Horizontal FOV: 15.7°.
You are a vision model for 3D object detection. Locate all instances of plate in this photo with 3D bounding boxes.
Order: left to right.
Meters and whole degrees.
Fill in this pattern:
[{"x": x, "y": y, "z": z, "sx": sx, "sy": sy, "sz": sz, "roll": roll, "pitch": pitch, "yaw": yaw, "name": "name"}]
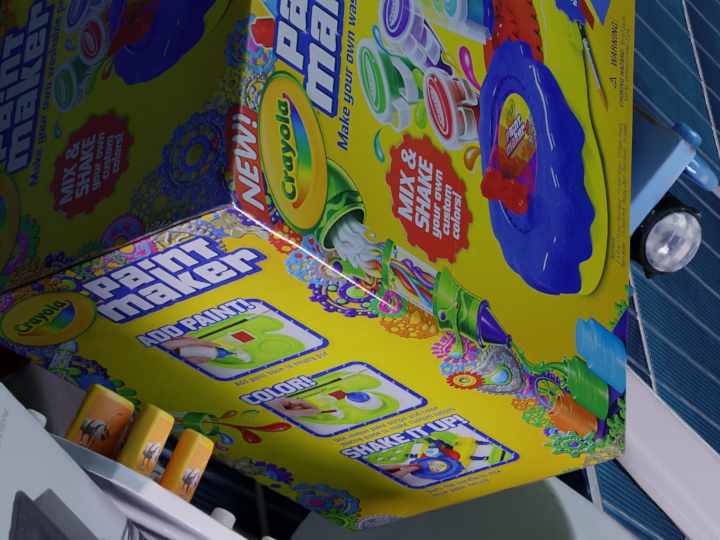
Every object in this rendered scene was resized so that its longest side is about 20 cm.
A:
[{"x": 0.153, "y": 0.107, "z": 1.104, "sx": 0.200, "sy": 0.032, "sz": 0.200, "roll": 46, "pitch": 0, "yaw": -1, "name": "plate"}]

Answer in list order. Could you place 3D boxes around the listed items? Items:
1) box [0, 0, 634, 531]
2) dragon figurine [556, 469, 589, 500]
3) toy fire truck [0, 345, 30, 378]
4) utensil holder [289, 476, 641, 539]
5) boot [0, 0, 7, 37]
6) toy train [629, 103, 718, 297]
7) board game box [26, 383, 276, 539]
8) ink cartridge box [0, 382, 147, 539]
[{"x": -0.013, "y": -0.050, "z": 0.853, "sx": 0.192, "sy": 0.122, "sz": 0.201, "roll": 31, "pitch": 51, "yaw": -41, "name": "box"}, {"x": 0.070, "y": 0.112, "z": 1.196, "sx": 0.201, "sy": 0.099, "sz": 0.059, "roll": 66, "pitch": 23, "yaw": -13, "name": "dragon figurine"}, {"x": -0.151, "y": -0.071, "z": 0.951, "sx": 0.201, "sy": 0.049, "sz": 0.141, "roll": 62, "pitch": 24, "yaw": -11, "name": "toy fire truck"}, {"x": 0.073, "y": 0.178, "z": 1.064, "sx": 0.200, "sy": 0.169, "sz": 0.171, "roll": 40, "pitch": 35, "yaw": -43, "name": "utensil holder"}, {"x": -0.120, "y": -0.049, "z": 0.869, "sx": 0.199, "sy": 0.070, "sz": 0.132, "roll": 10, "pitch": 63, "yaw": -48, "name": "boot"}, {"x": 0.066, "y": -0.063, "z": 1.114, "sx": 0.114, "sy": 0.087, "sz": 0.200, "roll": 35, "pitch": 5, "yaw": -40, "name": "toy train"}, {"x": -0.077, "y": 0.063, "z": 0.835, "sx": 0.200, "sy": 0.199, "sz": 0.026, "roll": 38, "pitch": 76, "yaw": -48, "name": "board game box"}, {"x": -0.128, "y": 0.114, "z": 0.709, "sx": 0.200, "sy": 0.145, "sz": 0.084, "roll": 52, "pitch": 27, "yaw": -32, "name": "ink cartridge box"}]
